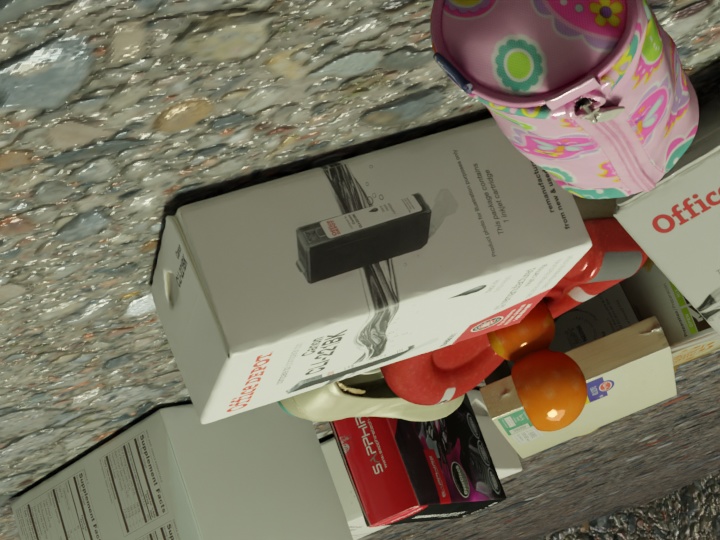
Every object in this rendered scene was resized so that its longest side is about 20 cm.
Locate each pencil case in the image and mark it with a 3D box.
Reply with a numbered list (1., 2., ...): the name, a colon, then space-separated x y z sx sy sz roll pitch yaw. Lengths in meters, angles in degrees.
1. pencil case: 0.092 -0.084 0.746 0.087 0.088 0.200 -24 166 12

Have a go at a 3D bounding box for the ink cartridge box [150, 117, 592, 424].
1. ink cartridge box: 0.000 0.000 0.923 0.199 0.084 0.144 -16 166 -16

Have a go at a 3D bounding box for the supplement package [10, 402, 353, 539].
1. supplement package: -0.135 0.203 1.341 0.152 0.151 0.200 -3 158 -48

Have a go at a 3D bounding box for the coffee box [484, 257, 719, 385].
1. coffee box: 0.196 0.046 1.372 0.199 0.080 0.114 -19 165 -7

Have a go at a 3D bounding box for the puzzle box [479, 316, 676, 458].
1. puzzle box: 0.163 0.088 1.275 0.133 0.025 0.200 -22 163 5

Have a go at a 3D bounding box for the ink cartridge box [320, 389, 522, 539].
1. ink cartridge box: 0.033 0.187 1.654 0.200 0.085 0.146 -25 165 20

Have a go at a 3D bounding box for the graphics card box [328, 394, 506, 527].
1. graphics card box: 0.044 0.137 1.404 0.051 0.126 0.200 -26 164 19

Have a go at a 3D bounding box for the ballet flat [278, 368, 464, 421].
1. ballet flat: 0.023 0.074 1.281 0.069 0.070 0.200 -32 162 38

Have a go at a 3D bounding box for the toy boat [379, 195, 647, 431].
1. toy boat: 0.102 0.041 1.120 0.130 0.131 0.200 -5 159 -46

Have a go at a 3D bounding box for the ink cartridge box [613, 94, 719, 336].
1. ink cartridge box: 0.265 -0.016 0.995 0.144 0.200 0.084 -32 -163 38

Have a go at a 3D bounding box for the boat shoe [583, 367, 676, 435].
1. boat shoe: 0.218 0.100 1.659 0.064 0.071 0.200 25 146 -19
